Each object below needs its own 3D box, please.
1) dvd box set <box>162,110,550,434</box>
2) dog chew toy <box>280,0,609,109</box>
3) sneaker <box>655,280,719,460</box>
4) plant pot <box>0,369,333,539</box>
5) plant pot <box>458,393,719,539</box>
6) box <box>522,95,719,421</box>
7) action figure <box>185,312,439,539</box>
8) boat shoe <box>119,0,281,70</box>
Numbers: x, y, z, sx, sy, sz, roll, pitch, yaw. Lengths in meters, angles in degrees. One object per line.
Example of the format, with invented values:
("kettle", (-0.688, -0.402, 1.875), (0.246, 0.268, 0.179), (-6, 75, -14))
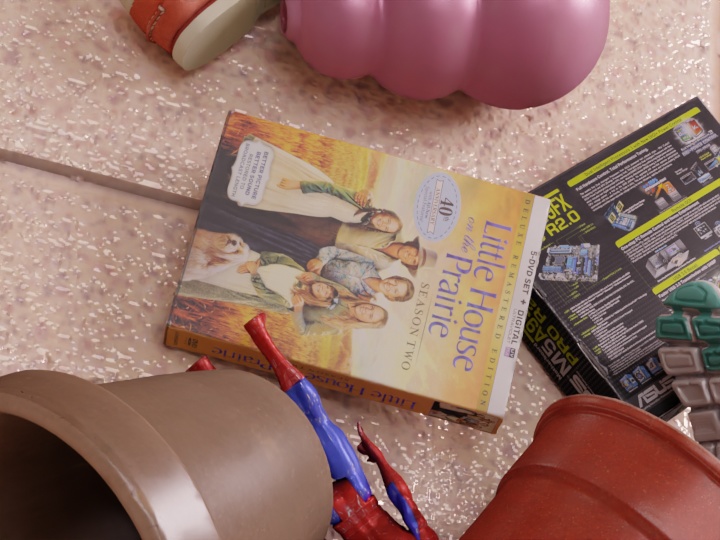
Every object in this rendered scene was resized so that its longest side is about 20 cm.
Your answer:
("dvd box set", (0.000, 0.000, 1.296), (0.199, 0.029, 0.147), (16, 65, -1))
("dog chew toy", (0.050, -0.160, 1.385), (0.199, 0.125, 0.125), (-3, 63, -14))
("sneaker", (0.238, 0.100, 1.310), (0.091, 0.077, 0.201), (-11, 94, -38))
("plant pot", (-0.106, 0.130, 1.131), (0.174, 0.200, 0.201), (-23, 71, -48))
("plant pot", (0.104, 0.202, 1.165), (0.195, 0.201, 0.201), (-40, 81, -26))
("box", (0.183, -0.001, 1.389), (0.200, 0.044, 0.160), (-30, 75, -32))
("action figure", (-0.014, 0.118, 1.234), (0.065, 0.052, 0.200), (-36, 89, -7))
("boat shoe", (-0.060, -0.198, 1.392), (0.063, 0.071, 0.200), (43, 60, 16))
